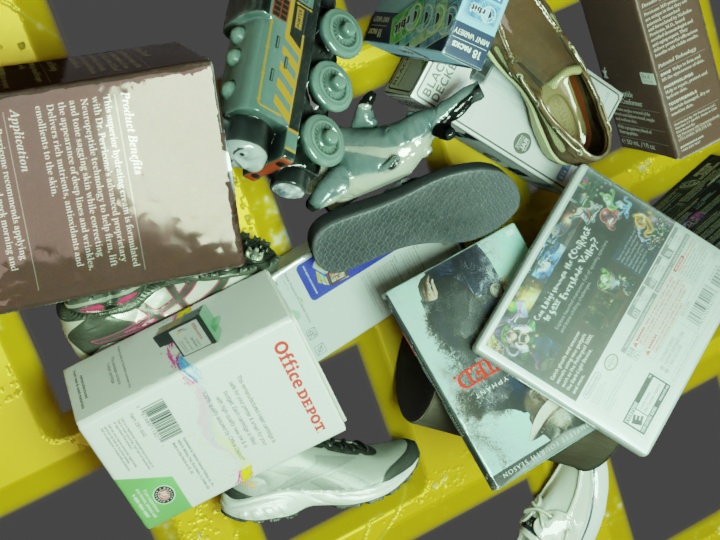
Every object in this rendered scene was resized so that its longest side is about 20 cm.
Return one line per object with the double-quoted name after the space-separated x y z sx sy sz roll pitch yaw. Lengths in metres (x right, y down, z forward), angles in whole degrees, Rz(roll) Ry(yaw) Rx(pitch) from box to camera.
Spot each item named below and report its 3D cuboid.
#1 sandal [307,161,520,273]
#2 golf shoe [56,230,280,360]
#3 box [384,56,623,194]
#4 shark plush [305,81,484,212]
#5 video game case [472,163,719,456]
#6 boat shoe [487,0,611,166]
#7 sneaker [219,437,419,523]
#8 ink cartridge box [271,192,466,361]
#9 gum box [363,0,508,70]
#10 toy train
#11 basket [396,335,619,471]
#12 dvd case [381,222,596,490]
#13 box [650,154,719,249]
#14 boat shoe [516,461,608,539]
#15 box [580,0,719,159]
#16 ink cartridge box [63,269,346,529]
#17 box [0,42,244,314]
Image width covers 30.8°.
0.047 -0.057 1.184 0.199 0.043 0.076 -14 126 -9 "sandal"
-0.169 0.017 1.154 0.199 0.077 0.088 -12 127 -18 "golf shoe"
0.136 -0.167 1.231 0.200 0.060 0.117 30 89 -25 "box"
0.011 -0.118 1.153 0.199 0.091 0.084 -24 87 22 "shark plush"
0.225 0.034 1.175 0.181 0.023 0.200 32 79 -2 "video game case"
0.170 -0.183 1.167 0.075 0.075 0.203 -39 113 -11 "boat shoe"
-0.036 0.182 1.237 0.199 0.074 0.080 -8 100 -20 "sneaker"
0.000 0.000 1.227 0.200 0.039 0.100 -31 112 -12 "ink cartridge box"
0.086 -0.279 1.124 0.044 0.170 0.201 18 95 -25 "gum box"
-0.068 -0.162 1.107 0.114 0.085 0.201 25 62 -34 "toy train"
0.146 0.104 1.261 0.199 0.136 0.181 9 124 -18 "basket"
0.128 0.075 1.179 0.146 0.022 0.200 -27 86 -18 "dvd case"
0.332 -0.029 1.290 0.200 0.160 0.044 -40 112 -10 "box"
0.195 0.268 1.356 0.066 0.072 0.201 11 106 -29 "boat shoe"
0.280 -0.214 1.258 0.075 0.100 0.201 -25 110 -15 "box"
-0.132 0.112 1.136 0.199 0.084 0.145 -27 129 -4 "ink cartridge box"
-0.215 -0.080 1.041 0.199 0.164 0.167 -11 108 -15 "box"
